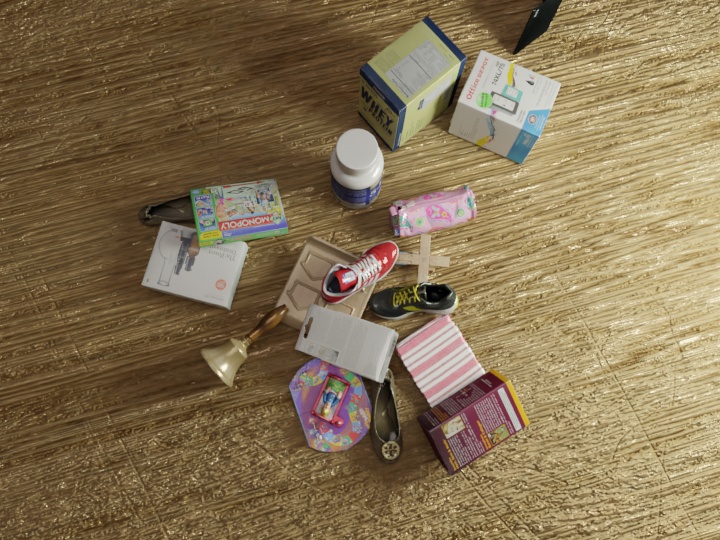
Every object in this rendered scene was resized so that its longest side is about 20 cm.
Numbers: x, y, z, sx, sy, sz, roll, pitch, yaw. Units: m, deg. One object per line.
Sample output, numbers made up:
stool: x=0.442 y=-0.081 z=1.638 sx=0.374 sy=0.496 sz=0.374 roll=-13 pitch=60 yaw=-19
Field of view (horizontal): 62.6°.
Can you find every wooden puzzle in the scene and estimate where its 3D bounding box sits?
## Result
wooden puzzle: x=-0.074 y=0.050 z=1.320 sx=0.183 sy=0.046 sz=0.203 roll=24 pitch=82 yaw=5

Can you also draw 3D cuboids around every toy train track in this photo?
toy train track: x=0.103 y=-0.025 z=1.347 sx=0.196 sy=0.033 sz=0.117 roll=5 pitch=84 yaw=6

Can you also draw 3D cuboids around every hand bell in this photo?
hand bell: x=-0.233 y=0.142 z=1.263 sx=0.199 sy=0.104 sz=0.104 roll=-41 pitch=80 yaw=-10

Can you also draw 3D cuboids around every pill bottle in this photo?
pill bottle: x=-0.008 y=-0.224 z=1.303 sx=0.117 sy=0.200 sz=0.122 roll=0 pitch=77 yaw=-1

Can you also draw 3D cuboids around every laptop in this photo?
laptop: x=0.429 y=-0.656 z=1.424 sx=0.101 sy=0.177 sz=0.204 roll=-1 pitch=77 yaw=-2

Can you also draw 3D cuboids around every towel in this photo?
towel: x=0.182 y=0.214 z=1.293 sx=0.145 sy=0.030 sz=0.202 roll=-31 pitch=82 yaw=-7

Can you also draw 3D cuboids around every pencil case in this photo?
pencil case: x=0.162 y=-0.134 z=1.344 sx=0.196 sy=0.088 sz=0.089 roll=-12 pitch=77 yaw=-4

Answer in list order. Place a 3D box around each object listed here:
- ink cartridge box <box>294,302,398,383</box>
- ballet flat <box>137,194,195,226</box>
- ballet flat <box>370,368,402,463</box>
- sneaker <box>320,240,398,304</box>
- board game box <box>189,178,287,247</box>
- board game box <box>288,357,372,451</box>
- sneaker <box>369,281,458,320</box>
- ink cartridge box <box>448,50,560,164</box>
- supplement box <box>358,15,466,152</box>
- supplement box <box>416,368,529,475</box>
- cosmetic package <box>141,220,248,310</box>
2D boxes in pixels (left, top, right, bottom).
ink cartridge box: x=-0.030 y=0.151 z=1.248 sx=0.197 sy=0.050 sz=0.111 roll=17 pitch=81 yaw=19
ballet flat: x=-0.412 y=-0.143 z=1.357 sx=0.196 sy=0.046 sz=0.069 roll=-10 pitch=78 yaw=-3
ballet flat: x=0.054 y=0.302 z=1.248 sx=0.066 sy=0.046 sz=0.204 roll=0 pitch=76 yaw=-13
sneaker: x=0.000 y=0.000 z=1.246 sx=0.199 sy=0.113 sz=0.072 roll=-37 pitch=82 yaw=-5
board game box: x=-0.274 y=-0.131 z=1.333 sx=0.196 sy=0.029 sz=0.137 roll=-10 pitch=65 yaw=-16
board game box: x=-0.061 y=0.281 z=1.264 sx=0.155 sy=0.039 sz=0.203 roll=-20 pitch=78 yaw=-5
sneaker: x=0.115 y=0.055 z=1.289 sx=0.196 sy=0.085 sz=0.076 roll=-6 pitch=66 yaw=4
ink cartridge box: x=0.327 y=-0.375 z=1.371 sx=0.197 sy=0.146 sz=0.149 roll=24 pitch=77 yaw=5
supplement box: x=0.111 y=-0.417 z=1.351 sx=0.199 sy=0.200 sz=0.135 roll=-40 pitch=80 yaw=-10
supplement box: x=0.231 y=0.310 z=1.223 sx=0.198 sy=0.086 sz=0.112 roll=-30 pitch=102 yaw=-7
cosmetic package: x=-0.368 y=-0.011 z=1.325 sx=0.196 sy=0.052 sz=0.154 roll=14 pitch=79 yaw=2
